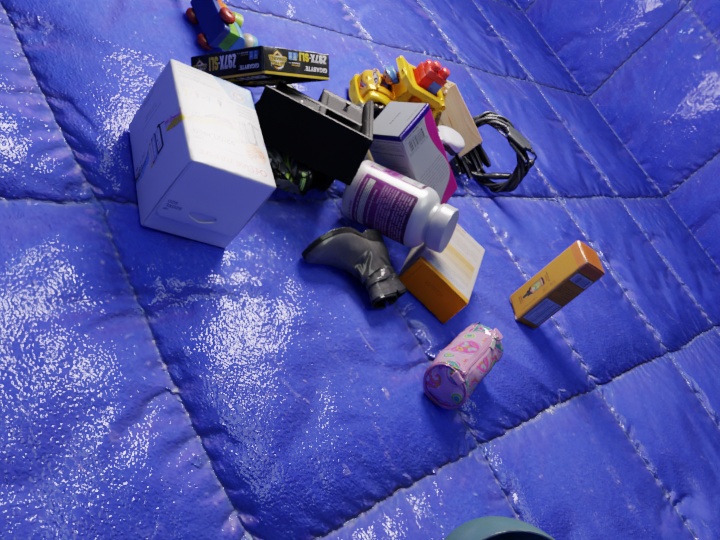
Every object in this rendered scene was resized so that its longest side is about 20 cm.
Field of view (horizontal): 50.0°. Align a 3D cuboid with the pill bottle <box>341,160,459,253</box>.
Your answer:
[{"bbox_3d":[0.073,-0.110,1.383,0.197,0.114,0.112,27,29,17],"label":"pill bottle"}]

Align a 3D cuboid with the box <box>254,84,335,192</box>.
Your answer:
[{"bbox_3d":[-0.109,-0.259,1.454,0.199,0.046,0.160,40,34,-10],"label":"box"}]

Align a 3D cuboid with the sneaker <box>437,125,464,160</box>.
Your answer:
[{"bbox_3d":[0.118,-0.267,1.670,0.196,0.116,0.076,15,42,-21],"label":"sneaker"}]

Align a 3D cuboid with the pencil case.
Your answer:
[{"bbox_3d":[0.178,0.158,1.309,0.088,0.087,0.199,50,34,7],"label":"pencil case"}]

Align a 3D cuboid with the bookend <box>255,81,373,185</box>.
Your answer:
[{"bbox_3d":[-0.081,-0.267,1.347,0.195,0.093,0.201,25,28,-11],"label":"bookend"}]

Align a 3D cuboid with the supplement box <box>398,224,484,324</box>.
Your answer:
[{"bbox_3d":[0.156,-0.011,1.468,0.126,0.073,0.201,42,35,-8],"label":"supplement box"}]

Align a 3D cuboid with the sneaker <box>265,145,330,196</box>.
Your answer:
[{"bbox_3d":[-0.124,-0.167,1.299,0.082,0.072,0.198,21,16,34],"label":"sneaker"}]

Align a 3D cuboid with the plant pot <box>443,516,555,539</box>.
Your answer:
[{"bbox_3d":[0.164,0.396,0.975,0.199,0.202,0.135,37,-1,-13],"label":"plant pot"}]

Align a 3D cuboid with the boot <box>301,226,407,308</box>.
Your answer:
[{"bbox_3d":[0.000,0.000,1.292,0.198,0.070,0.134,-8,66,-47],"label":"boot"}]

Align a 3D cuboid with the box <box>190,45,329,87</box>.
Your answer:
[{"bbox_3d":[-0.177,-0.352,1.345,0.158,0.197,0.051,-8,101,-49],"label":"box"}]

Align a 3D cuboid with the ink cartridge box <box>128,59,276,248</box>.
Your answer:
[{"bbox_3d":[-0.234,-0.166,1.124,0.145,0.144,0.203,14,46,-40],"label":"ink cartridge box"}]

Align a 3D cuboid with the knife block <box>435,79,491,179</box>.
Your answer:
[{"bbox_3d":[0.244,-0.321,1.795,0.172,0.204,0.064,9,18,-19],"label":"knife block"}]

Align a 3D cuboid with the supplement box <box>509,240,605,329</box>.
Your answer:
[{"bbox_3d":[0.401,0.032,1.586,0.068,0.200,0.067,27,37,-31],"label":"supplement box"}]

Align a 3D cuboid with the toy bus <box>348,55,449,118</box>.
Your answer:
[{"bbox_3d":[0.098,-0.401,1.707,0.197,0.192,0.138,22,41,-29],"label":"toy bus"}]

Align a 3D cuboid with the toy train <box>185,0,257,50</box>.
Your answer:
[{"bbox_3d":[-0.275,-0.505,1.500,0.115,0.084,0.203,14,44,-54],"label":"toy train"}]

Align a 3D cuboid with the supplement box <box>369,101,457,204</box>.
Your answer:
[{"bbox_3d":[0.099,-0.209,1.480,0.102,0.102,0.202,-49,132,-27],"label":"supplement box"}]

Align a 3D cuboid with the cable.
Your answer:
[{"bbox_3d":[0.320,-0.287,1.865,0.199,0.164,0.051,41,39,7],"label":"cable"}]

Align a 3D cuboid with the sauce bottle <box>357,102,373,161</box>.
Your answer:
[{"bbox_3d":[0.028,-0.264,1.597,0.065,0.066,0.203,16,46,-38],"label":"sauce bottle"}]
